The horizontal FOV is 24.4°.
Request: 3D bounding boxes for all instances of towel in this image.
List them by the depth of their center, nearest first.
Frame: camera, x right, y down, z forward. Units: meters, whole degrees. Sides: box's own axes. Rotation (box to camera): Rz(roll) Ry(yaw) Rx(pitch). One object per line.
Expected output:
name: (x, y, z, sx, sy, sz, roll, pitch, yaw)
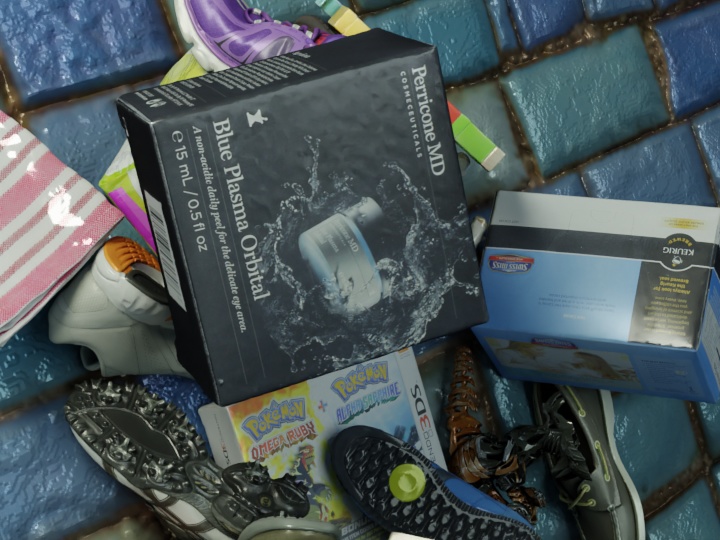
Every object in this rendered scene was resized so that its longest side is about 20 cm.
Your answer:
towel: (-0.277, -0.056, 1.126, 0.200, 0.030, 0.146, 41, 57, -2)

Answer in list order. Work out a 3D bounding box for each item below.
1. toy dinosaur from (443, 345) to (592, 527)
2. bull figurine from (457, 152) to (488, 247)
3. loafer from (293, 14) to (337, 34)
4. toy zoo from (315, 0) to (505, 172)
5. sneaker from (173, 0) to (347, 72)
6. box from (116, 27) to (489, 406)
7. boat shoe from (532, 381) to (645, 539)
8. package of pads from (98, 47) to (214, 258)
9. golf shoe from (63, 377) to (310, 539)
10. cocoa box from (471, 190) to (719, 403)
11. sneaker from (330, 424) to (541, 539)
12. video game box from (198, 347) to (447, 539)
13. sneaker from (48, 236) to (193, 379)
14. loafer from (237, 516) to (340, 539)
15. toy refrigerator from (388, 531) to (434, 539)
toy dinosaur: (0.122, 0.165, 1.414, 0.102, 0.135, 0.201, -77, 147, -79)
bull figurine: (0.048, -0.042, 1.377, 0.121, 0.065, 0.201, -49, 141, -37)
loafer: (-0.020, -0.139, 1.313, 0.071, 0.200, 0.073, -47, 126, 6)
toy zoo: (0.038, -0.155, 1.360, 0.200, 0.131, 0.020, 43, 95, 0)
sneaker: (-0.051, -0.158, 1.225, 0.200, 0.084, 0.081, 43, 29, 8)
box: (-0.038, -0.040, 1.119, 0.199, 0.117, 0.198, -17, 107, -15)
boat shoe: (0.202, 0.182, 1.498, 0.060, 0.072, 0.203, -8, 82, -38)
package of pads: (-0.104, -0.073, 1.251, 0.155, 0.068, 0.200, 53, 31, -21)
golf shoe: (-0.138, 0.159, 1.221, 0.200, 0.095, 0.078, 33, 45, -2)
cocoa box: (0.211, 0.023, 1.424, 0.133, 0.199, 0.132, 52, 48, -59)
sneaker: (0.054, 0.188, 1.333, 0.200, 0.078, 0.066, 33, 85, -14)
video game box: (-0.018, 0.162, 1.335, 0.200, 0.047, 0.183, -22, 96, -40)
sneaker: (-0.155, 0.048, 1.234, 0.200, 0.092, 0.076, 40, 18, -48)
loafer: (-0.062, 0.242, 1.187, 0.075, 0.200, 0.070, 7, 51, -15)
toy refrigerator: (0.066, 0.273, 1.302, 0.200, 0.070, 0.076, 63, 39, -61)
